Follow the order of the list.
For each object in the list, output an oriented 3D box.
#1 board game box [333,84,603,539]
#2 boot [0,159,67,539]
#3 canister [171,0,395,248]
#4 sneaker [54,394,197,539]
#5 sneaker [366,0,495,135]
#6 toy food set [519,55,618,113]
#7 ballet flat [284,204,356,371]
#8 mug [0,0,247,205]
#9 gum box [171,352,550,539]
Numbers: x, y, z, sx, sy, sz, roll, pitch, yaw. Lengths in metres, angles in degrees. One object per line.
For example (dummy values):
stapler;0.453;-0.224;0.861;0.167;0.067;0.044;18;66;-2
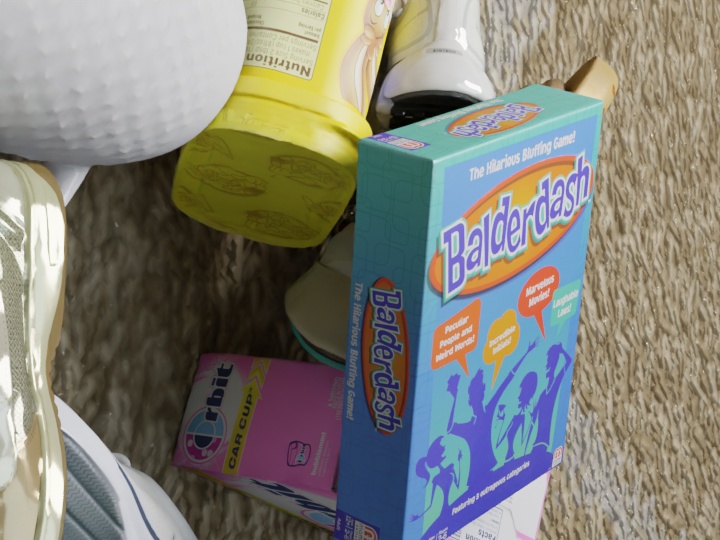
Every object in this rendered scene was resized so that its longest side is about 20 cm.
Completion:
board game box;0.053;0.023;0.796;0.152;0.045;0.201;-23;123;-49
boot;-0.184;0.046;0.593;0.154;0.072;0.202;12;73;-45
canister;-0.027;-0.130;0.835;0.086;0.149;0.201;16;72;-7
sneaker;-0.131;0.114;0.778;0.071;0.073;0.201;-105;172;-51
sneaker;0.034;-0.094;0.895;0.075;0.200;0.082;4;74;-9
toy food set;0.075;-0.023;0.954;0.048;0.198;0.201;28;53;-3
ballet flat;0.000;0.000;0.870;0.200;0.069;0.070;-88;172;-79
mug;-0.147;-0.097;0.699;0.175;0.147;0.201;26;90;-51
gum box;0.008;0.111;0.908;0.200;0.113;0.067;32;67;-46
